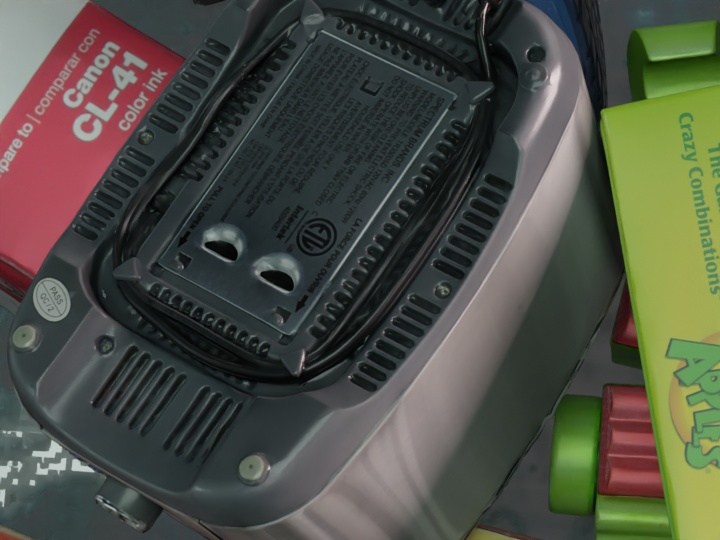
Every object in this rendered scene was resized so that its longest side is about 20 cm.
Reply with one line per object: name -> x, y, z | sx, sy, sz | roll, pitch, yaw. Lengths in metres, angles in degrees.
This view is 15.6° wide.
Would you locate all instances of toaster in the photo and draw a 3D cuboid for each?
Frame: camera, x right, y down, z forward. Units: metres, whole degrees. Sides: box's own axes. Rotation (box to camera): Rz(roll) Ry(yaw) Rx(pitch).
toaster -> 0.000, 0.000, 0.740 | 0.114, 0.129, 0.200 | 26, 75, 26

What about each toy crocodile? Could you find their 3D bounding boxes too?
toy crocodile -> 0.097, 0.022, 0.822 | 0.067, 0.062, 0.200 | 7, 81, 9

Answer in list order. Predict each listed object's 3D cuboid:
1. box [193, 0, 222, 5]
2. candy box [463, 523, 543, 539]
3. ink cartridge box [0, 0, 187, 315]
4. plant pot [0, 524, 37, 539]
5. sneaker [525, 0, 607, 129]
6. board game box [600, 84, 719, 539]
box -> 0.013, -0.207, 0.884 | 0.200, 0.048, 0.193 | -14, 80, 4
candy box -> 0.015, 0.174, 0.776 | 0.115, 0.055, 0.200 | 7, 76, 54
ink cartridge box -> -0.136, -0.057, 0.823 | 0.200, 0.148, 0.086 | 34, 83, 12
plant pot -> -0.122, 0.173, 0.766 | 0.200, 0.200, 0.178 | 18, 72, 10
sneaker -> 0.017, -0.107, 0.803 | 0.082, 0.200, 0.074 | -21, 48, 19
board game box -> 0.109, 0.059, 0.724 | 0.048, 0.102, 0.200 | -11, 74, 9
